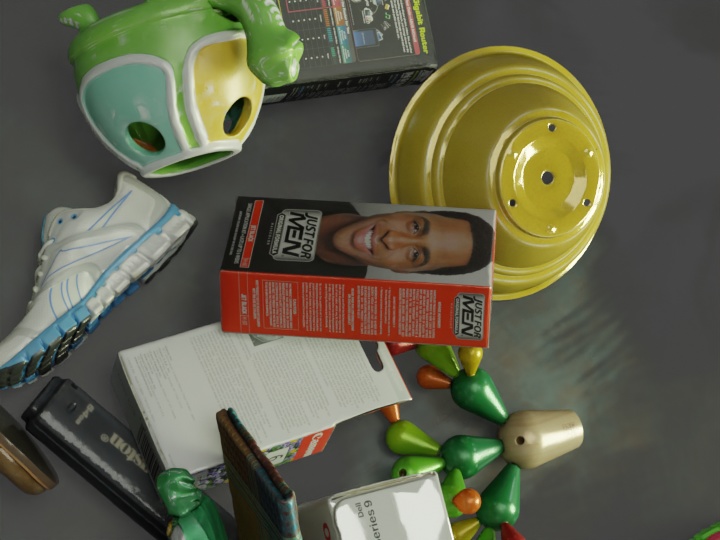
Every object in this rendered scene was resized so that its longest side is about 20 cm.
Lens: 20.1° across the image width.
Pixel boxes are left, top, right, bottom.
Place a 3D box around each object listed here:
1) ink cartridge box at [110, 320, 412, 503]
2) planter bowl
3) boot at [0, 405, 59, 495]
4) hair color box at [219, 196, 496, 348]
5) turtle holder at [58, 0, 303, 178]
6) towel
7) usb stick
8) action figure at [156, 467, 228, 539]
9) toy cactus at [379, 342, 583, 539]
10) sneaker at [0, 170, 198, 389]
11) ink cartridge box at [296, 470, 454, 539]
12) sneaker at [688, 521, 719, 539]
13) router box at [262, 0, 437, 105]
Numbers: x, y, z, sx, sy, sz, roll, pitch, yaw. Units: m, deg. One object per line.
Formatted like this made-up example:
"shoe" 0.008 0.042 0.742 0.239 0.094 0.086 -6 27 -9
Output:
"ink cartridge box" -0.074 0.089 1.518 0.199 0.050 0.110 -16 66 -23
"planter bowl" 0.128 -0.074 1.577 0.199 0.083 0.202 -2 96 -23
"boot" -0.307 0.108 1.462 0.199 0.074 0.076 37 87 1
"hair color box" 0.000 0.000 1.512 0.198 0.062 0.102 3 37 3
"turtle holder" -0.123 -0.147 1.504 0.184 0.141 0.133 -15 84 10
"towel" -0.056 0.211 1.421 0.022 0.147 0.201 -17 117 -16
"usb stick" -0.162 0.156 1.502 0.200 0.033 0.056 41 51 -5
"action figure" -0.108 0.234 1.445 0.054 0.118 0.202 -11 102 9
"toy cactus" 0.099 0.132 1.563 0.164 0.102 0.201 -11 74 -27
"sneaker" -0.217 0.004 1.505 0.087 0.075 0.200 43 64 3
"ink cartridge box" 0.004 0.229 1.451 0.087 0.200 0.146 -13 83 -18
"sneaker" 0.283 0.257 1.603 0.199 0.077 0.084 -30 106 -16
"router box" -0.034 -0.238 1.601 0.149 0.062 0.202 -9 82 -17
